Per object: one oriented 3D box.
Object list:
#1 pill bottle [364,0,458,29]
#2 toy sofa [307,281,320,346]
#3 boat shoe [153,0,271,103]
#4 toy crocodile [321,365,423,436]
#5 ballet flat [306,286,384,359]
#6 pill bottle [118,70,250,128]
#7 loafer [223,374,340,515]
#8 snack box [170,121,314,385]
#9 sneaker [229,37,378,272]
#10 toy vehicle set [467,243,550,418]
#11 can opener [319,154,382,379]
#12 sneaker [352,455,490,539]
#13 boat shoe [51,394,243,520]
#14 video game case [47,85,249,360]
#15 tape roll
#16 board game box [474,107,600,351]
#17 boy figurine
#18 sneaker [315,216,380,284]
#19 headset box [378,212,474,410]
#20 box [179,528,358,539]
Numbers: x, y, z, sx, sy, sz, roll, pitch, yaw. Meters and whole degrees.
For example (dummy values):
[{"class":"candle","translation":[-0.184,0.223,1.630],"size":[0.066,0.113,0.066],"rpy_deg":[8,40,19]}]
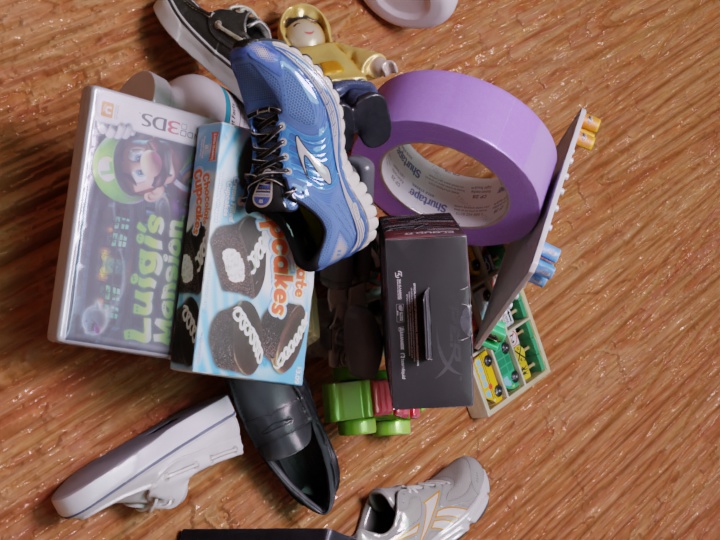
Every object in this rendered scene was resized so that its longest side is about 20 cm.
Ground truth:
[{"class":"pill bottle","translation":[0.075,-0.363,1.543],"size":[0.112,0.112,0.202],"rpy_deg":[40,57,-32]},{"class":"toy sofa","translation":[-0.137,0.017,1.298],"size":[0.199,0.097,0.084],"rpy_deg":[27,41,-37]},{"class":"boat shoe","translation":[-0.106,-0.198,1.295],"size":[0.064,0.200,0.070],"rpy_deg":[-53,154,12]},{"class":"toy crocodile","translation":[0.021,0.126,1.417],"size":[0.199,0.061,0.069],"rpy_deg":[13,72,-62]},{"class":"ballet flat","translation":[0.009,0.056,1.434],"size":[0.199,0.071,0.073],"rpy_deg":[-10,89,-45]},{"class":"pill bottle","translation":[-0.127,-0.102,1.297],"size":[0.199,0.110,0.112],"rpy_deg":[28,64,-37]},{"class":"loafer","translation":[-0.068,0.138,1.309],"size":[0.071,0.067,0.202],"rpy_deg":[-109,174,-56]},{"class":"snack box","translation":[-0.090,-0.011,1.204],"size":[0.115,0.037,0.203],"rpy_deg":[11,83,-42]},{"class":"sneaker","translation":[-0.055,-0.089,1.159],"size":[0.089,0.078,0.202],"rpy_deg":[-40,114,-38]},{"class":"toy vehicle set","translation":[0.134,0.044,1.585],"size":[0.124,0.026,0.202],"rpy_deg":[-29,103,-44]},{"class":"can opener","translation":[0.000,0.000,1.323],"size":[0.053,0.066,0.203],"rpy_deg":[-23,123,-48]},{"class":"sneaker","translation":[0.055,0.236,1.443],"size":[0.200,0.075,0.093],"rpy_deg":[-44,108,-41]},{"class":"boat shoe","translation":[-0.170,0.171,1.230],"size":[0.199,0.073,0.066],"rpy_deg":[-28,98,-43]},{"class":"video game case","translation":[-0.158,-0.031,1.183],"size":[0.180,0.023,0.203],"rpy_deg":[12,83,-40]},{"class":"tape roll","translation":[0.093,-0.109,1.452],"size":[0.200,0.199,0.066],"rpy_deg":[42,56,-31]},{"class":"board game box","translation":[0.182,-0.037,1.502],"size":[0.026,0.200,0.202],"rpy_deg":[22,61,-2]},{"class":"boy figurine","translation":[-0.028,-0.185,1.371],"size":[0.123,0.201,0.065],"rpy_deg":[-14,131,-8]},{"class":"sneaker","translation":[0.007,-0.026,1.420],"size":[0.199,0.079,0.072],"rpy_deg":[6,77,-52]},{"class":"headset box","translation":[0.057,0.033,1.298],"size":[0.074,0.200,0.151],"rpy_deg":[-3,99,-1]},{"class":"box","translation":[-0.071,0.302,1.215],"size":[0.107,0.199,0.150],"rpy_deg":[29,64,-38]}]
